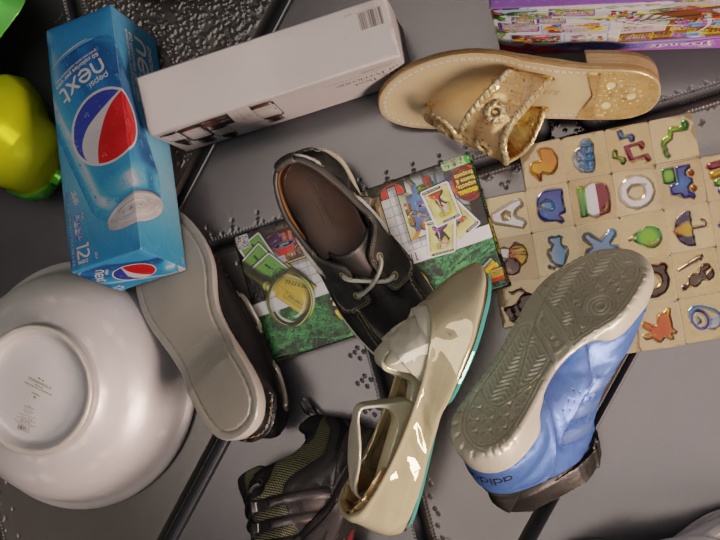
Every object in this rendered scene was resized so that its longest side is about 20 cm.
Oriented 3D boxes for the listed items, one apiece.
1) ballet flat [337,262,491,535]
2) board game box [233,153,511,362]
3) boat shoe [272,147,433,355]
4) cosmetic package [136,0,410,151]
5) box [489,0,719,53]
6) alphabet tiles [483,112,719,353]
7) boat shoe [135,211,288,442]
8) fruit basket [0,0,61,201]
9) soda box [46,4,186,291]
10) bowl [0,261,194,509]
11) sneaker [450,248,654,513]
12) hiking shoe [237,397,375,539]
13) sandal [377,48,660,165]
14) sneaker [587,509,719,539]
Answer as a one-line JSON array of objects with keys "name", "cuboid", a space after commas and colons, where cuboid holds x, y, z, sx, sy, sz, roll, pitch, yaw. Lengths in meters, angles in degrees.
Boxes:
[{"name": "ballet flat", "cuboid": [0.032, 0.086, 0.757, 0.068, 0.069, 0.203, 18, 96, 11]}, {"name": "board game box", "cuboid": [0.007, -0.008, 0.851, 0.197, 0.023, 0.106, -19, 86, 11]}, {"name": "boat shoe", "cuboid": [0.000, 0.000, 0.807, 0.071, 0.068, 0.202, -33, 86, 8]}, {"name": "cosmetic package", "cuboid": [-0.062, -0.146, 0.843, 0.197, 0.082, 0.052, -16, 87, 10]}, {"name": "box", "cuboid": [0.191, -0.187, 0.769, 0.196, 0.137, 0.040, 0, 88, 10]}, {"name": "alphabet tiles", "cuboid": [0.196, -0.023, 0.827, 0.196, 0.006, 0.170, -10, 86, 10]}, {"name": "boat shoe", "cuboid": [-0.113, 0.042, 0.852, 0.074, 0.060, 0.201, -39, 64, 15]}, {"name": "fruit basket", "cuboid": [-0.324, -0.144, 0.883, 0.212, 0.156, 0.219, -10, 118, -19]}, {"name": "soda box", "cuboid": [-0.188, -0.093, 0.847, 0.063, 0.068, 0.203, -17, 72, 17]}, {"name": "bowl", "cuboid": [-0.235, 0.090, 0.860, 0.197, 0.090, 0.205, -1, 86, 11]}, {"name": "sneaker", "cuboid": [0.150, 0.084, 0.798, 0.076, 0.112, 0.201, 23, 64, 40]}, {"name": "hiking shoe", "cuboid": [-0.055, 0.196, 0.819, 0.099, 0.076, 0.201, 19, 63, 28]}, {"name": "sandal", "cuboid": [0.115, -0.112, 0.801, 0.208, 0.078, 0.071, -3, 55, 6]}, {"name": "sneaker", "cuboid": [0.223, 0.219, 0.762, 0.197, 0.099, 0.079, -17, 84, 9]}]
